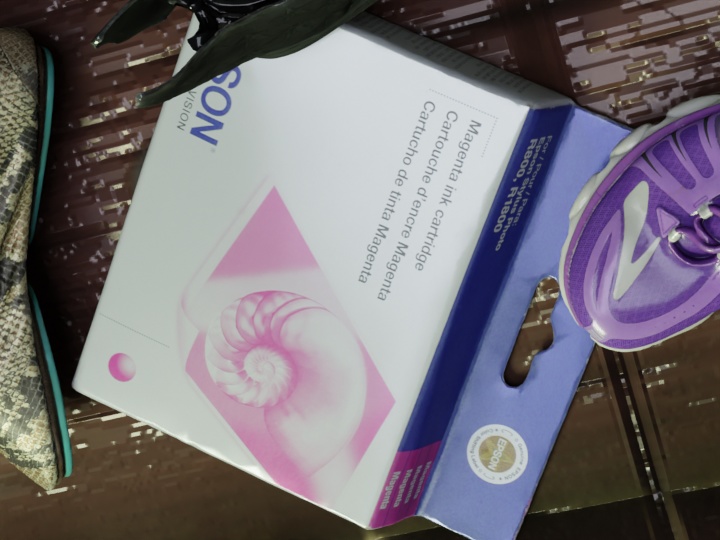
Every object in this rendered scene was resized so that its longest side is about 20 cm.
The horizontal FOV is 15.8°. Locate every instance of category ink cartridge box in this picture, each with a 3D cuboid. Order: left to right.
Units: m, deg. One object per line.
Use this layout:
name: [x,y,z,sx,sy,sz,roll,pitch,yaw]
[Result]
ink cartridge box: [0.000,0.000,1.068,0.199,0.043,0.197,24,110,11]

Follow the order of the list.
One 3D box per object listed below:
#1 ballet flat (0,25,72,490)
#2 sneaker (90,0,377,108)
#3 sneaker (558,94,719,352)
ballet flat: [-0.165,-0.002,1.099,0.075,0.068,0.201,-6,104,-21]
sneaker: [-0.006,-0.131,0.974,0.200,0.104,0.060,-38,83,6]
sneaker: [0.155,-0.035,0.983,0.200,0.083,0.081,-38,100,23]
